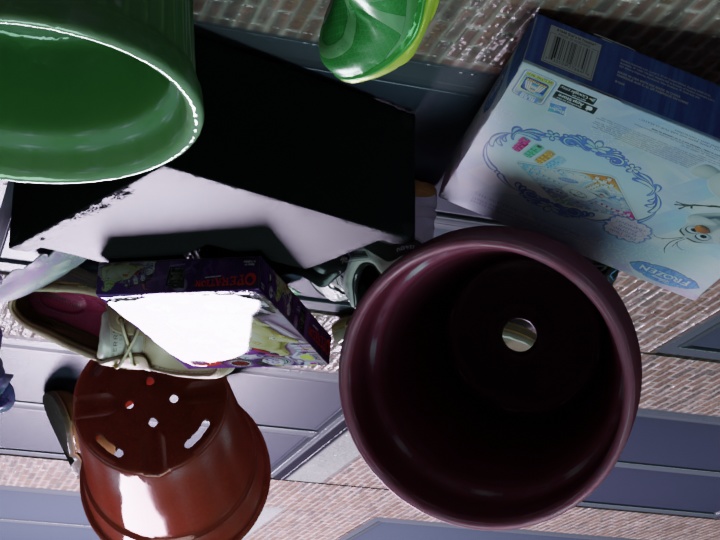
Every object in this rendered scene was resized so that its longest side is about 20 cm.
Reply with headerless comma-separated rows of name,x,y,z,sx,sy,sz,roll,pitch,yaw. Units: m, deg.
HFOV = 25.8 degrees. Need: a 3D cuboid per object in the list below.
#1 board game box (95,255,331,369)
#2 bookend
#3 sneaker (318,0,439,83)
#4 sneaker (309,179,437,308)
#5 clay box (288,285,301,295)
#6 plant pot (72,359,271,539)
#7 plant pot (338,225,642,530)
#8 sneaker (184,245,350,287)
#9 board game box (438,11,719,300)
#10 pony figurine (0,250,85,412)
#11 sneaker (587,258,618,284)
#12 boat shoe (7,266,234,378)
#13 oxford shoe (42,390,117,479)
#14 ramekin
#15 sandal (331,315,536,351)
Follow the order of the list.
board game box,-0.101,0.034,1.147,0.119,0.033,0.200,2,163,14
bookend,-0.099,-0.060,1.053,0.199,0.093,0.198,15,157,-36
sneaker,0.007,-0.171,0.789,0.083,0.075,0.200,4,150,-16
sneaker,0.000,0.000,1.215,0.075,0.089,0.200,5,161,-16
clay box,-0.161,0.037,1.376,0.199,0.048,0.115,-11,156,31
plant pot,-0.193,0.165,1.538,0.199,0.202,0.196,0,152,1
plant pot,0.103,0.060,1.102,0.198,0.202,0.179,-6,-172,17
sneaker,-0.104,-0.028,1.143,0.198,0.088,0.076,0,160,4
board game box,0.170,-0.066,1.014,0.198,0.044,0.199,22,155,-4
pony figurine,-0.311,0.025,1.201,0.192,0.201,0.166,-27,142,23
sneaker,0.175,0.005,1.226,0.072,0.083,0.200,2,158,2
boat shoe,-0.198,0.051,1.287,0.198,0.074,0.069,15,-158,16
oxford shoe,-0.305,0.168,1.736,0.071,0.072,0.200,-25,162,-11
ramekin,-0.182,-0.131,0.857,0.198,0.099,0.200,1,160,0
sandal,0.070,0.077,1.460,0.198,0.055,0.080,5,159,-10
